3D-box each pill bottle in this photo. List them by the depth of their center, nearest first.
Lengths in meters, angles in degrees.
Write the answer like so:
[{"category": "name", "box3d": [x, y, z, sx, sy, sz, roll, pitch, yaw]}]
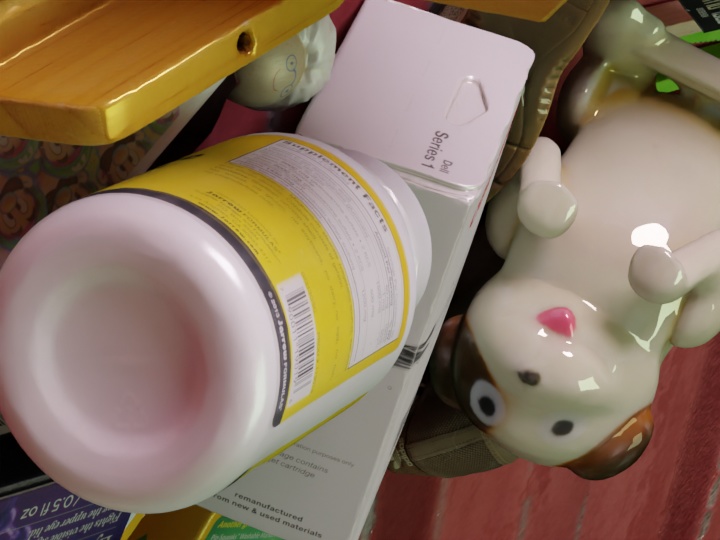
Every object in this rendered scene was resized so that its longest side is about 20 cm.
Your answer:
[{"category": "pill bottle", "box3d": [-0.045, 0.011, 1.029, 0.112, 0.112, 0.200, -63, 166, 21]}]

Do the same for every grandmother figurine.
[{"category": "grandmother figurine", "box3d": [-0.088, -0.066, 1.097, 0.199, 0.061, 0.122, -25, 151, -40]}]

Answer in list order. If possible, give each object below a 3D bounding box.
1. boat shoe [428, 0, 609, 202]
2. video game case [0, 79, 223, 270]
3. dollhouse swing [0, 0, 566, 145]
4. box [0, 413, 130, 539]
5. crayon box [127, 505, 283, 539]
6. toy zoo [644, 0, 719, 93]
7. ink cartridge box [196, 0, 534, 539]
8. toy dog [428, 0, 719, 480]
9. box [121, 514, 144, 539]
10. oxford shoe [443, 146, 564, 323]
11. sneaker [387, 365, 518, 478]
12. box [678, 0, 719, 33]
[{"category": "boat shoe", "box3d": [0.062, -0.101, 1.284, 0.201, 0.072, 0.066, -57, -175, 32]}, {"category": "video game case", "box3d": [-0.117, -0.094, 0.980, 0.200, 0.024, 0.182, -51, 139, -16]}, {"category": "dollhouse swing", "box3d": [-0.047, -0.138, 0.880, 0.181, 0.175, 0.201, -34, 133, -31]}, {"category": "box", "box3d": [-0.192, 0.133, 1.116, 0.148, 0.104, 0.201, -16, 135, -52]}, {"category": "crayon box", "box3d": [-0.086, 0.155, 1.378, 0.201, 0.052, 0.126, -59, 154, 13]}, {"category": "toy zoo", "box3d": [0.158, -0.062, 1.546, 0.131, 0.020, 0.201, -17, 137, -50]}, {"category": "ink cartridge box", "box3d": [0.000, 0.000, 1.233, 0.146, 0.084, 0.201, -66, 175, -58]}, {"category": "toy dog", "box3d": [0.112, -0.004, 1.334, 0.201, 0.139, 0.194, -60, 180, -17]}, {"category": "box", "box3d": [-0.094, 0.043, 1.194, 0.119, 0.041, 0.201, -55, 167, -64]}, {"category": "oxford shoe", "box3d": [0.079, -0.022, 1.434, 0.199, 0.073, 0.085, -30, 120, -30]}, {"category": "sneaker", "box3d": [0.055, 0.058, 1.463, 0.075, 0.071, 0.200, -17, -173, 12]}, {"category": "box", "box3d": [0.209, -0.188, 1.279, 0.163, 0.087, 0.200, -14, 169, 15]}]
